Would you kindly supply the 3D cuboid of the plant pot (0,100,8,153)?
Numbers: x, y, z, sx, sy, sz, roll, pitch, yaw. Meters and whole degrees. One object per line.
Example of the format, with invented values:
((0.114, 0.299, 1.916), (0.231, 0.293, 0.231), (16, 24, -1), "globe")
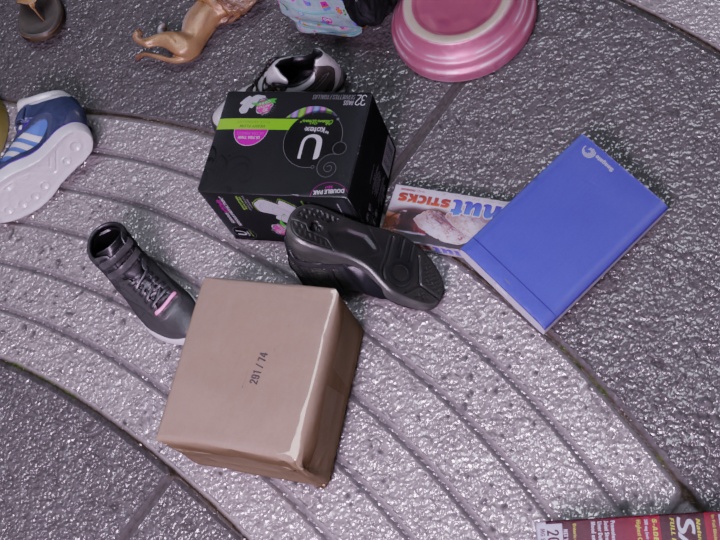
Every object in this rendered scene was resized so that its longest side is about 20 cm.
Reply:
((-0.642, -0.222, 1.501), (0.196, 0.142, 0.204), (-8, 62, 15), "plant pot")

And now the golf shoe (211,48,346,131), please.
((-0.118, -0.242, 1.353), (0.196, 0.095, 0.079), (-20, 60, 11), "golf shoe")

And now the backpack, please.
((-0.039, -0.392, 1.372), (0.197, 0.127, 0.168), (11, 57, 36), "backpack")

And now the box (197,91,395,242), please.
((-0.074, -0.125, 1.258), (0.196, 0.125, 0.151), (4, 64, 20), "box")

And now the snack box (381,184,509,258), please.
((0.123, -0.052, 1.207), (0.196, 0.024, 0.073), (11, 68, 24), "snack box")

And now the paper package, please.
((-0.110, 0.124, 1.155), (0.187, 0.104, 0.204), (5, 66, 22), "paper package")

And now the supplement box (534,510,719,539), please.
((0.268, 0.290, 0.958), (0.196, 0.061, 0.111), (-8, 61, 15), "supplement box")

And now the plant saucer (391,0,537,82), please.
((0.132, -0.344, 1.340), (0.196, 0.051, 0.204), (-8, 62, 15), "plant saucer")

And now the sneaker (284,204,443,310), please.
((0.000, 0.000, 1.204), (0.196, 0.115, 0.077), (21, 64, -2), "sneaker")

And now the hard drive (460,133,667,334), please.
((0.227, -0.044, 1.142), (0.200, 0.025, 0.132), (-42, 69, -11), "hard drive")

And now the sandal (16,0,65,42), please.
((-0.512, -0.444, 1.620), (0.080, 0.055, 0.204), (-12, 60, 13), "sandal")

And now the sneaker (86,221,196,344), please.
((-0.274, 0.014, 1.272), (0.071, 0.100, 0.199), (-45, 60, -10), "sneaker")

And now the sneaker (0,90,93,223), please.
((-0.476, -0.173, 1.460), (0.199, 0.081, 0.147), (-39, 49, 1), "sneaker")

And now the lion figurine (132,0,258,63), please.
((-0.234, -0.359, 1.478), (0.122, 0.072, 0.202), (35, 93, 18), "lion figurine")
